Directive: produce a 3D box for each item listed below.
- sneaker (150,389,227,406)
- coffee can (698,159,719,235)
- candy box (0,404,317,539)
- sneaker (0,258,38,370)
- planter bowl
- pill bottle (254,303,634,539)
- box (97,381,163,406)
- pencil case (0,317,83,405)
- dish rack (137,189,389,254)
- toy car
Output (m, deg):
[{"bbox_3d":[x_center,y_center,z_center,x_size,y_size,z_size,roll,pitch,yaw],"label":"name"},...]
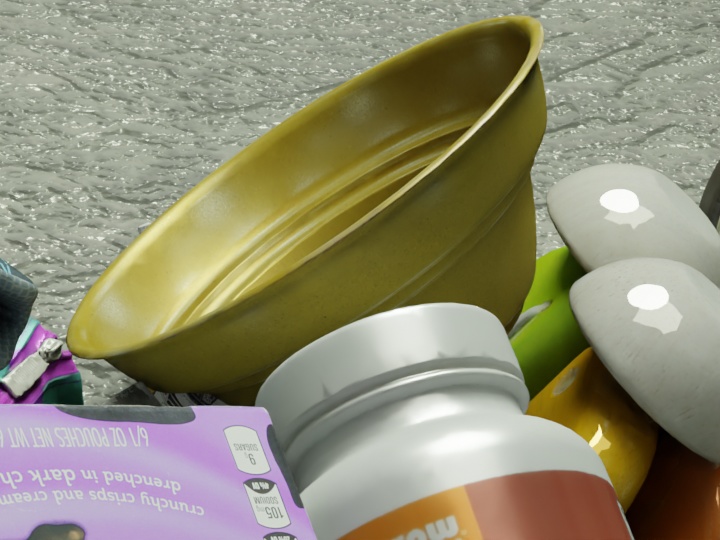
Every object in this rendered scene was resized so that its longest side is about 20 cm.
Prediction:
[{"bbox_3d":[-0.021,0.029,0.979,0.082,0.078,0.200,9,17,27],"label":"sneaker"},{"bbox_3d":[0.259,0.016,1.010,0.145,0.147,0.200,-3,28,-23],"label":"coffee can"},{"bbox_3d":[-0.072,0.136,0.584,0.167,0.072,0.201,4,53,-42],"label":"candy box"},{"bbox_3d":[-0.162,0.023,0.687,0.095,0.080,0.200,26,27,9],"label":"sneaker"},{"bbox_3d":[0.000,0.000,0.805,0.200,0.084,0.201,-31,17,10],"label":"planter bowl"},{"bbox_3d":[0.036,0.116,0.674,0.111,0.112,0.201,-6,61,-27],"label":"pill bottle"},{"bbox_3d":[-0.084,0.137,0.677,0.158,0.050,0.200,48,36,7],"label":"box"},{"bbox_3d":[-0.162,0.081,0.811,0.085,0.092,0.200,50,23,-15],"label":"pencil case"},{"bbox_3d":[-0.020,-0.023,0.975,0.170,0.044,0.200,-17,5,10],"label":"dish rack"},{"bbox_3d":[0.091,0.073,0.858,0.150,0.175,0.200,39,19,-18],"label":"toy car"}]
